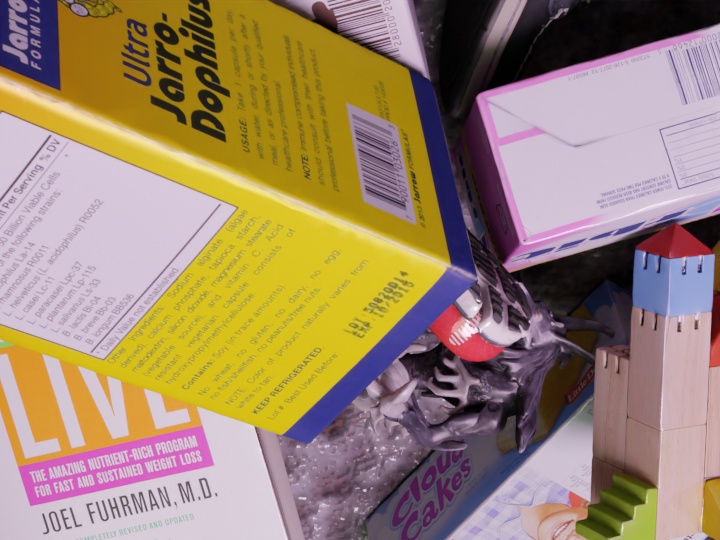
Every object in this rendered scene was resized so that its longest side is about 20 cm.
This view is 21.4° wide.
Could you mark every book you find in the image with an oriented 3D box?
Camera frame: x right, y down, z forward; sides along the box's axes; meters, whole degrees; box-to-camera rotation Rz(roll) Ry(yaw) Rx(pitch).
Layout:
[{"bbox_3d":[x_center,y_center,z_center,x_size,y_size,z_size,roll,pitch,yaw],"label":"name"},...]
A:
[{"bbox_3d":[-0.113,0.053,0.840,0.133,0.048,0.201,-14,102,8],"label":"book"}]

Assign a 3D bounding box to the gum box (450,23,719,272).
[{"bbox_3d":[0.146,-0.060,0.814,0.199,0.114,0.066,-16,84,-4],"label":"gum box"}]

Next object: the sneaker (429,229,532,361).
[{"bbox_3d":[0.000,0.000,0.810,0.085,0.200,0.077,-50,125,0],"label":"sneaker"}]

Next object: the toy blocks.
[{"bbox_3d":[0.182,0.040,0.864,0.199,0.100,0.137,-5,103,-28],"label":"toy blocks"}]

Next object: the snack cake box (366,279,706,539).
[{"bbox_3d":[0.109,0.114,0.983,0.115,0.067,0.200,30,117,-25],"label":"snack cake box"}]

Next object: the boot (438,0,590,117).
[{"bbox_3d":[0.130,-0.137,0.807,0.153,0.074,0.204,12,125,-17],"label":"boot"}]

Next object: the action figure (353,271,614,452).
[{"bbox_3d":[0.018,0.030,0.885,0.199,0.119,0.102,-6,140,7],"label":"action figure"}]

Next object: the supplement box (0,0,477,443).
[{"bbox_3d":[-0.074,-0.036,0.684,0.199,0.110,0.109,22,129,-31],"label":"supplement box"}]

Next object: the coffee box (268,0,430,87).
[{"bbox_3d":[-0.079,-0.102,0.784,0.199,0.115,0.080,-13,127,5],"label":"coffee box"}]
